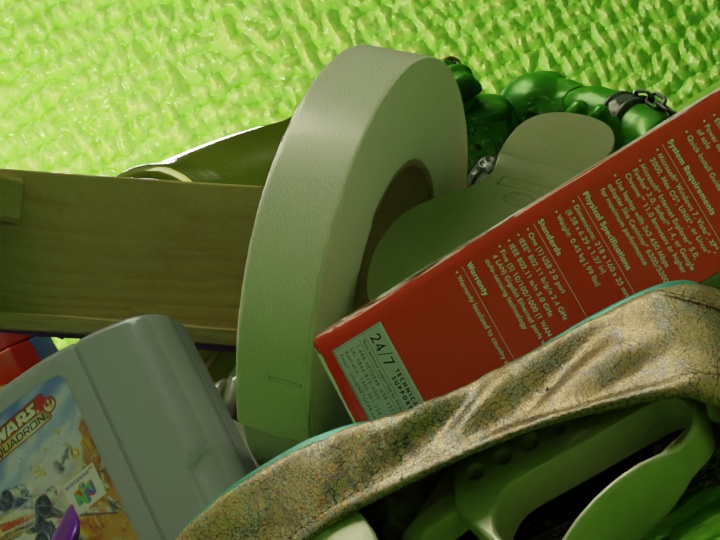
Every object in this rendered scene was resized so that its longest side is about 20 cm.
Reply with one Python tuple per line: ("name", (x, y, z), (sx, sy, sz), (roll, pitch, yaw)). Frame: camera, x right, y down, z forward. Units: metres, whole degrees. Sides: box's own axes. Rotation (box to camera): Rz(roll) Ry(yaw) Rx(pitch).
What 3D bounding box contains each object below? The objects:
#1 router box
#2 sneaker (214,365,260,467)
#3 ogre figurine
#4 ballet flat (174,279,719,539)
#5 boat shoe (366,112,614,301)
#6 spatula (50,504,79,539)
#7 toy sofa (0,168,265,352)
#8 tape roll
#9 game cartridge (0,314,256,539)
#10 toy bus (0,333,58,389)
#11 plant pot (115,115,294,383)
("router box", (0.095, 0.007, 0.640), (0.179, 0.049, 0.200), (-32, -13, 10))
("sneaker", (-0.049, 0.082, 0.916), (0.074, 0.089, 0.200), (-5, 9, 4))
("ogre figurine", (0.067, -0.058, 1.017), (0.200, 0.098, 0.120), (-40, 31, 1))
("ballet flat", (0.027, 0.070, 0.524), (0.199, 0.068, 0.068), (-31, 41, 10))
("boat shoe", (0.063, -0.007, 0.836), (0.200, 0.071, 0.063), (-44, -33, -51))
("spatula", (-0.099, 0.136, 0.711), (0.200, 0.020, 0.057), (17, 83, 61))
("toy sofa", (-0.106, -0.003, 0.919), (0.198, 0.084, 0.098), (4, -6, 0))
("tape roll", (0.000, 0.000, 0.833), (0.037, 0.205, 0.203), (13, 19, 18))
("game cartridge", (-0.141, 0.116, 0.829), (0.200, 0.134, 0.041), (-39, -27, 14))
("toy bus", (-0.169, 0.106, 0.951), (0.135, 0.193, 0.200), (-29, 3, 15))
("plant pot", (-0.061, -0.001, 1.100), (0.200, 0.202, 0.192), (-30, -16, 35))
